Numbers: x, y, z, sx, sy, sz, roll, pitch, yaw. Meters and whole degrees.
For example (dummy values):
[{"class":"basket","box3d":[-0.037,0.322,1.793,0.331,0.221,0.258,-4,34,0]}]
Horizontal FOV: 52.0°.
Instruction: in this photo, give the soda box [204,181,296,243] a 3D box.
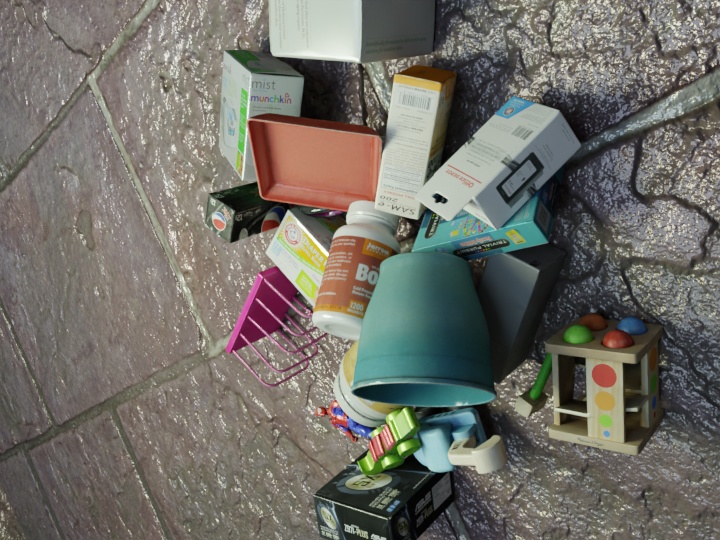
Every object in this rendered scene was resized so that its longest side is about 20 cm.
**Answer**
[{"class":"soda box","box3d":[-0.175,-0.112,1.294,0.070,0.199,0.064,32,124,26]}]

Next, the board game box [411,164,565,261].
[{"class":"board game box","box3d":[0.182,-0.089,1.053,0.199,0.152,0.047,-14,132,41]}]

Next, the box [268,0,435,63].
[{"class":"box","box3d":[-0.009,-0.412,1.064,0.170,0.198,0.202,14,115,34]}]

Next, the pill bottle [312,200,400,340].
[{"class":"pill bottle","box3d":[0.000,0.000,1.149,0.111,0.112,0.202,0,68,38]}]

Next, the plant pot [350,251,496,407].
[{"class":"plant pot","box3d":[0.090,0.081,1.032,0.199,0.199,0.190,-12,66,40]}]

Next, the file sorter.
[{"class":"file sorter","box3d":[-0.134,0.098,1.371,0.125,0.139,0.201,42,126,19]}]

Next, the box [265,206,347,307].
[{"class":"box","box3d":[-0.055,-0.013,1.295,0.200,0.101,0.113,46,128,17]}]

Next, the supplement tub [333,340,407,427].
[{"class":"supplement tub","box3d":[0.053,0.156,1.238,0.145,0.144,0.201,48,128,16]}]

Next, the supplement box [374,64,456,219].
[{"class":"supplement box","box3d":[0.084,-0.194,1.102,0.073,0.126,0.202,14,115,12]}]

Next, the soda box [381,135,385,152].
[{"class":"soda box","box3d":[-0.031,-0.184,1.245,0.199,0.063,0.069,0,104,39]}]

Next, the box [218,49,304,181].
[{"class":"box","box3d":[-0.172,-0.267,1.259,0.200,0.096,0.178,-130,42,-56]}]

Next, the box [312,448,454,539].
[{"class":"box","box3d":[0.044,0.395,1.285,0.163,0.199,0.087,4,109,38]}]

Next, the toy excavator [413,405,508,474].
[{"class":"toy excavator","box3d":[0.153,0.277,1.164,0.193,0.200,0.101,-17,94,26]}]

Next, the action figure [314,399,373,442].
[{"class":"action figure","box3d":[-0.008,0.288,1.395,0.199,0.052,0.066,9,114,39]}]

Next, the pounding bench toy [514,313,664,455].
[{"class":"pounding bench toy","box3d":[0.309,0.143,1.041,0.199,0.124,0.158,4,107,38]}]

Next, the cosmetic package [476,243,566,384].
[{"class":"cosmetic package","box3d":[0.222,0.054,1.095,0.090,0.106,0.202,26,118,28]}]

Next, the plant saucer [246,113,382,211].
[{"class":"plant saucer","box3d":[-0.064,-0.167,1.130,0.197,0.037,0.201,8,152,4]}]

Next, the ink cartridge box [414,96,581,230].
[{"class":"ink cartridge box","box3d":[0.181,-0.133,0.994,0.068,0.200,0.116,46,180,-31]}]

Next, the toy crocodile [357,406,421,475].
[{"class":"toy crocodile","box3d":[0.048,0.282,1.216,0.068,0.061,0.200,68,152,25]}]

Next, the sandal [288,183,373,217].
[{"class":"sandal","box3d":[-0.054,-0.110,1.242,0.198,0.075,0.048,15,86,12]}]
